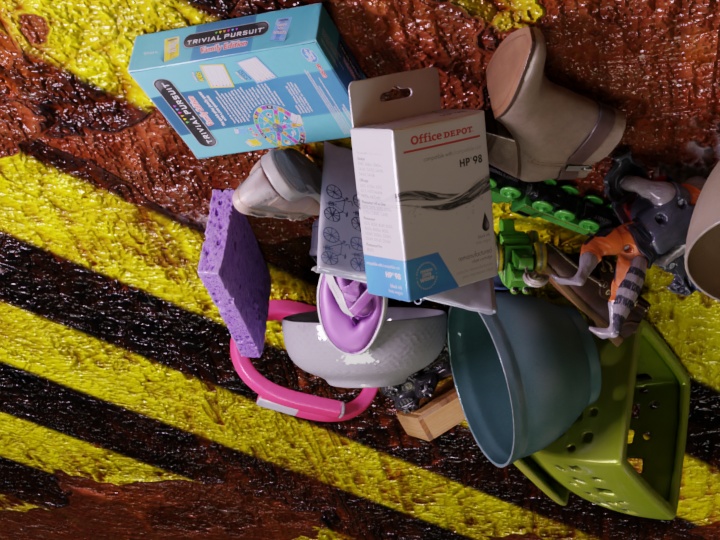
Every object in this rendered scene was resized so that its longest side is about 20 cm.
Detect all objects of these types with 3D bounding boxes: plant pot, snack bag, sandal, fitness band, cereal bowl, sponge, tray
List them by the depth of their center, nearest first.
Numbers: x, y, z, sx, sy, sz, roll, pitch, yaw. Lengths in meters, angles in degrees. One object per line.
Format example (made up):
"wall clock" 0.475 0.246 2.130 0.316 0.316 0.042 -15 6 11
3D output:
"plant pot" 0.415 -0.066 1.380 0.198 0.136 0.201 6 151 3
"snack bag" 0.051 -0.043 1.453 0.198 0.190 0.022 15 134 -13
"sandal" -0.007 -0.002 1.560 0.082 0.050 0.205 13 107 12
"sponge" -0.142 0.006 1.653 0.029 0.113 0.201 0 149 11
"plant pot" 0.197 0.112 1.660 0.133 0.202 0.201 -14 154 -14
"cereal bowl" 0.005 0.093 1.703 0.197 0.084 0.200 -1 -176 0
"fitness band" -0.067 0.111 1.783 0.198 0.145 0.037 15 148 -13
"plant pot" 0.292 0.188 1.792 0.180 0.202 0.199 -5 149 31
"tray" 0.107 0.176 1.838 0.098 0.037 0.200 -31 180 -7

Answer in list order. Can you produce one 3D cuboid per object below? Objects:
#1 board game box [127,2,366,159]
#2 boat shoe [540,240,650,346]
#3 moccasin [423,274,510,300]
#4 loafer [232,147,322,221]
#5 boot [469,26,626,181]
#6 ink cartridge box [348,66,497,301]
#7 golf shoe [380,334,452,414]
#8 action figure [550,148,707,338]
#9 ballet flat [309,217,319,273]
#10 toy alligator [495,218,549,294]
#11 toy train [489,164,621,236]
"board game box" -0.101 -0.181 1.386 0.198 0.047 0.151 -5 148 21
"boat shoe" 0.265 0.014 1.630 0.070 0.071 0.200 -45 136 8
"moccasin" 0.092 -0.001 1.615 0.197 0.081 0.069 9 139 0
"loafer" -0.080 -0.083 1.458 0.063 0.072 0.200 -33 173 10
"boot" 0.186 -0.153 1.361 0.144 0.071 0.200 9 152 -15
"ink cartridge box" 0.059 -0.084 1.338 0.115 0.203 0.066 -16 -164 -34
"golf shoe" 0.113 0.097 1.805 0.199 0.095 0.078 -29 104 15
"action figure" 0.304 -0.013 1.458 0.200 0.194 0.104 45 174 -30
"ballet flat" -0.018 0.009 1.674 0.072 0.074 0.201 -2 149 15
"toy alligator" 0.166 -0.001 1.505 0.059 0.200 0.055 -1 111 -4
"toy train" 0.194 -0.073 1.515 0.198 0.042 0.056 21 158 -22
